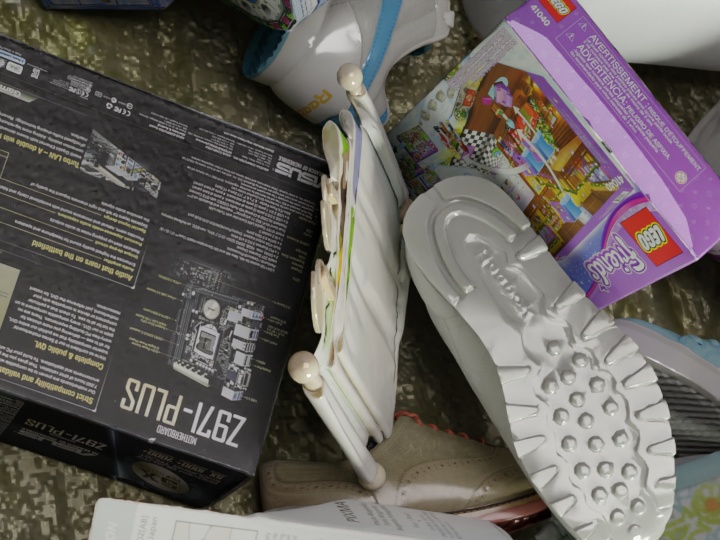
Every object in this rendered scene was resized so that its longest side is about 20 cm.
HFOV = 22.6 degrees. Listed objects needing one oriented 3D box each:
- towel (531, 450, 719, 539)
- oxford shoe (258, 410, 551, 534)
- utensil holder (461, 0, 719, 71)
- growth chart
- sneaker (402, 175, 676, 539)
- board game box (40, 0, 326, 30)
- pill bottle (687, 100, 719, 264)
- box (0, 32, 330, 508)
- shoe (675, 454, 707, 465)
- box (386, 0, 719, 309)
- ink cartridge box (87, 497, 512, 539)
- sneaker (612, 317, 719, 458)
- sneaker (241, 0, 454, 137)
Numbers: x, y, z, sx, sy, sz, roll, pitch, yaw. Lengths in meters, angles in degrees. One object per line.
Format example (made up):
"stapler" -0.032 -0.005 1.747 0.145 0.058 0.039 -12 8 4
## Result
"towel" 0.198 0.165 0.858 0.200 0.048 0.171 -16 58 -13
"oxford shoe" 0.045 0.099 0.894 0.200 0.070 0.075 -13 74 -25
"utensil holder" 0.171 -0.194 0.983 0.200 0.170 0.170 3 72 -18
"growth chart" 0.000 0.000 0.850 0.018 0.145 0.200 -5 50 15
"sneaker" 0.086 0.049 0.874 0.076 0.081 0.200 -24 74 -12
"board game box" -0.064 -0.191 0.907 0.200 0.062 0.200 35 69 31
"pill bottle" 0.273 -0.013 0.988 0.200 0.112 0.112 37 63 -21
"box" -0.131 0.000 0.846 0.200 0.086 0.164 20 67 -14
"shoe" 0.237 0.154 0.952 0.200 0.091 0.072 5 55 10
"box" 0.088 -0.045 0.882 0.039 0.200 0.137 -39 91 -22
"ink cartridge box" -0.038 0.183 0.811 0.200 0.057 0.163 11 96 -15
"sneaker" 0.206 0.063 0.973 0.200 0.074 0.082 30 56 -19
"sneaker" 0.015 -0.161 0.968 0.081 0.076 0.200 37 69 -18
